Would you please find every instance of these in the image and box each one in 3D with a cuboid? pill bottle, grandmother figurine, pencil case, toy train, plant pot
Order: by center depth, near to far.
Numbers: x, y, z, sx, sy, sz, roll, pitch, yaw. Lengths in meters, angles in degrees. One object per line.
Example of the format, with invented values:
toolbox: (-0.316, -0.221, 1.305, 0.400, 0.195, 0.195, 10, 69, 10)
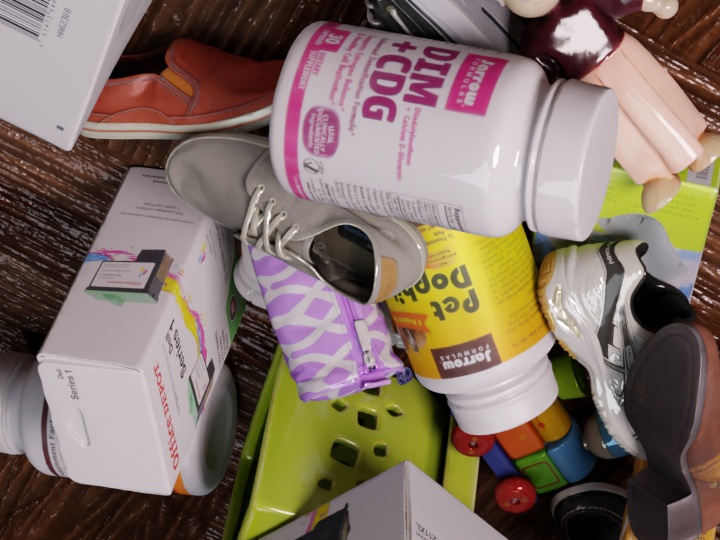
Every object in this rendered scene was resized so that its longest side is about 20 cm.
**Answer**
pill bottle: (0.053, -0.084, 1.167, 0.198, 0.114, 0.114, 12, 138, 17)
grandmother figurine: (0.151, -0.137, 1.195, 0.121, 0.061, 0.200, -45, 107, 0)
pill bottle: (0.071, 0.009, 1.311, 0.108, 0.109, 0.201, -12, 109, 30)
pencil case: (-0.032, -0.004, 1.325, 0.085, 0.083, 0.202, 151, 100, -73)
toy train: (0.122, 0.090, 1.443, 0.115, 0.085, 0.200, -21, 125, 23)
plant pot: (-0.008, 0.188, 1.507, 0.180, 0.201, 0.200, 16, 136, -6)
pill bottle: (-0.211, 0.120, 1.567, 0.198, 0.114, 0.114, 6, 136, 15)

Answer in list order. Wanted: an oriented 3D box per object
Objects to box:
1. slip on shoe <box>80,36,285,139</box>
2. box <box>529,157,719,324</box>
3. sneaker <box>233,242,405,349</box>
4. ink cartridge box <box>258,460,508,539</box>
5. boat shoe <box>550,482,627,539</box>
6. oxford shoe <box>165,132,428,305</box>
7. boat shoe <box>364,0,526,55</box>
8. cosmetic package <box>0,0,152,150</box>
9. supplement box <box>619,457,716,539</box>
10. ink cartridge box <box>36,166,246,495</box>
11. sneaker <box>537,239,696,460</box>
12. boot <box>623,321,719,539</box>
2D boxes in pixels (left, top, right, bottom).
slip on shoe: (-0.114, -0.131, 1.308, 0.198, 0.074, 0.062, -1, 117, 20)
box: (0.181, -0.011, 1.337, 0.121, 0.048, 0.201, 12, 136, 8)
sneaker: (0.000, 0.000, 1.396, 0.198, 0.074, 0.080, 11, 133, 7)
ink cartridge box: (0.005, 0.242, 1.367, 0.199, 0.083, 0.146, -31, 126, 27)
boat shoe: (0.209, 0.240, 1.542, 0.073, 0.061, 0.200, -13, 142, 15)
oxford shoe: (-0.050, -0.036, 1.253, 0.199, 0.058, 0.076, 26, 128, 18)
boat shoe: (0.035, -0.173, 1.203, 0.071, 0.072, 0.200, -24, 124, 32)
cosmetic package: (-0.171, -0.224, 1.133, 0.122, 0.201, 0.200, 26, 137, -4)
supplement box: (0.232, 0.172, 1.392, 0.066, 0.201, 0.069, 13, 134, 7)
ink cartridge box: (-0.159, 0.045, 1.405, 0.083, 0.201, 0.146, 7, 137, 13)
sneaker: (0.201, 0.059, 1.311, 0.087, 0.076, 0.200, -17, 130, 27)
boot: (0.279, 0.088, 1.307, 0.068, 0.199, 0.190, 30, 134, 48)
